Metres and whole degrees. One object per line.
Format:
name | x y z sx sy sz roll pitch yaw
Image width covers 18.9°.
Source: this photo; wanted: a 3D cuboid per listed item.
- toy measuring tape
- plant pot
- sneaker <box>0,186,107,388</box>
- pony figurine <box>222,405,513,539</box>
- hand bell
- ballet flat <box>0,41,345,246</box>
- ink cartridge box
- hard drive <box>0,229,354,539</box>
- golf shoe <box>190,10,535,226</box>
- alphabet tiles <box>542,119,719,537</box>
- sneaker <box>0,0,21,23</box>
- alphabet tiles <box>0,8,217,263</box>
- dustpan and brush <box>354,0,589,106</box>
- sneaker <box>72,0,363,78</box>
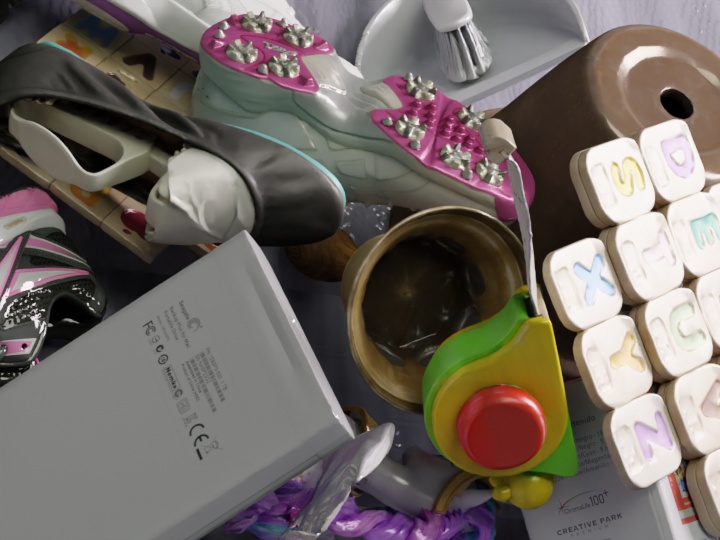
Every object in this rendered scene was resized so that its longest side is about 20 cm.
toy measuring tape | 0.055 0.029 1.013 0.073 0.201 0.074 -11 27 5
plant pot | 0.137 -0.043 1.231 0.200 0.175 0.201 13 52 -18
sneaker | -0.199 0.031 1.062 0.086 0.080 0.200 47 49 9
pony figurine | -0.033 0.106 1.062 0.200 0.167 0.193 28 37 13
hand bell | 0.000 0.000 1.140 0.104 0.105 0.200 -6 14 -24
ballet flat | -0.108 -0.050 1.106 0.199 0.068 0.068 23 42 13
ink cartridge box | 0.165 0.089 1.137 0.200 0.084 0.176 -5 77 -53
hard drive | -0.112 0.081 0.997 0.026 0.200 0.132 52 7 -46
golf shoe | -0.002 -0.065 1.182 0.200 0.092 0.075 27 35 9
alphabet tiles | 0.168 0.026 1.080 0.195 0.015 0.201 -19 88 -49
sneaker | -0.226 -0.188 1.226 0.089 0.079 0.200 34 43 19
alphabet tiles | -0.115 -0.077 1.203 0.166 0.006 0.200 37 33 1
dustpan and brush | 0.051 -0.164 1.340 0.200 0.139 0.057 -108 174 -65
sneaker | -0.074 -0.160 1.236 0.200 0.075 0.100 28 85 -18
